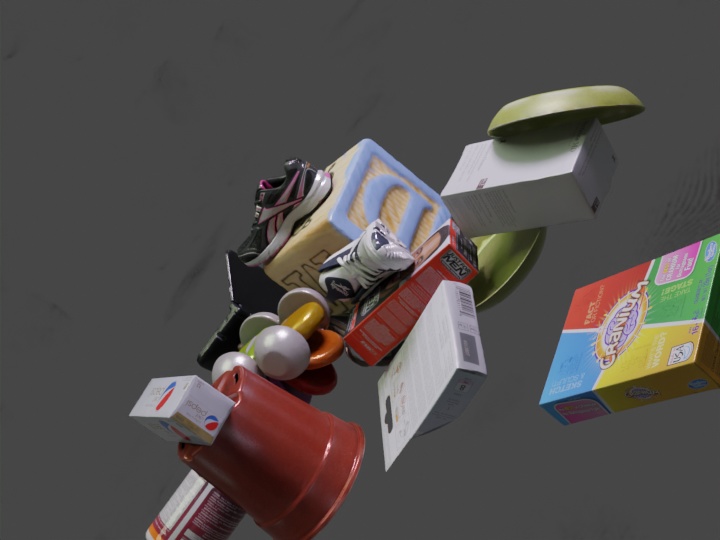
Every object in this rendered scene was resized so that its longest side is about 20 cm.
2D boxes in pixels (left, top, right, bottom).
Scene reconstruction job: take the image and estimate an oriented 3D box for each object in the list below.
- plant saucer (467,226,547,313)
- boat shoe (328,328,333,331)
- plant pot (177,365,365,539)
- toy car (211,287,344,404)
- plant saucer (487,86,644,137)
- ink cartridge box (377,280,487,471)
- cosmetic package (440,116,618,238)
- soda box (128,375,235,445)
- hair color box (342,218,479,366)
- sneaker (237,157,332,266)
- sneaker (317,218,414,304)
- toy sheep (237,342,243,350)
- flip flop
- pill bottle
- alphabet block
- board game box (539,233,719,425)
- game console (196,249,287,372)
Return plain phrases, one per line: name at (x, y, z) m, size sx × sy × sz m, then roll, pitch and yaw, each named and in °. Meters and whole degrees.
plant saucer at (0.183, -0.016, 1.397) m, size 0.200 × 0.031 × 0.201 m, roll -46°, pitch 19°, yaw 21°
boat shoe at (-0.042, 0.045, 1.772) m, size 0.070 × 0.071 × 0.201 m, roll -20°, pitch 28°, yaw 46°
plant pot at (-0.130, 0.243, 1.424) m, size 0.201 × 0.195 × 0.201 m, roll -45°, pitch 20°, yaw 22°
toy car at (-0.110, 0.136, 1.548) m, size 0.199 × 0.150 × 0.175 m, roll -31°, pitch 16°, yaw 28°
plant saucer at (0.259, -0.203, 1.331) m, size 0.200 × 0.198 × 0.031 m, roll -10°, pitch 87°, yaw 64°
ink cartridge box at (0.087, 0.137, 1.324) m, size 0.163 × 0.056 × 0.201 m, roll -94°, pitch 23°, yaw -50°
cosmetic package at (0.215, -0.115, 1.330) m, size 0.199 × 0.081 × 0.113 m, roll -11°, pitch 38°, yaw 40°
soda box at (-0.237, 0.183, 1.373) m, size 0.064 × 0.068 × 0.199 m, roll -60°, pitch 19°, yaw -21°
hair color box at (0.069, 0.030, 1.413) m, size 0.200 × 0.061 × 0.102 m, roll -42°, pitch 13°, yaw 18°
sneaker at (-0.133, -0.099, 1.609) m, size 0.200 × 0.086 × 0.081 m, roll -47°, pitch 17°, yaw 20°
sneaker at (0.000, 0.000, 1.411) m, size 0.130 × 0.079 × 0.199 m, roll -47°, pitch 11°, yaw 6°
toy sheep at (-0.157, 0.184, 1.688) m, size 0.138 × 0.138 × 0.200 m, roll -42°, pitch 6°, yaw 28°
flip flop at (0.005, 0.109, 1.549) m, size 0.200 × 0.080 × 0.058 m, roll -153°, pitch 65°, yaw -64°
pill bottle at (-0.228, 0.354, 1.595) m, size 0.201 × 0.109 × 0.109 m, roll -53°, pitch 18°, yaw -4°
alphabet block at (-0.003, -0.049, 1.648) m, size 0.199 × 0.196 × 0.196 m, roll -32°, pitch 26°, yaw 47°
board game box at (0.274, 0.062, 1.021) m, size 0.199 × 0.040 × 0.154 m, roll -28°, pitch 30°, yaw 51°
game console at (-0.197, 0.092, 1.812) m, size 0.176 × 0.200 × 0.116 m, roll -52°, pitch 52°, yaw 4°
